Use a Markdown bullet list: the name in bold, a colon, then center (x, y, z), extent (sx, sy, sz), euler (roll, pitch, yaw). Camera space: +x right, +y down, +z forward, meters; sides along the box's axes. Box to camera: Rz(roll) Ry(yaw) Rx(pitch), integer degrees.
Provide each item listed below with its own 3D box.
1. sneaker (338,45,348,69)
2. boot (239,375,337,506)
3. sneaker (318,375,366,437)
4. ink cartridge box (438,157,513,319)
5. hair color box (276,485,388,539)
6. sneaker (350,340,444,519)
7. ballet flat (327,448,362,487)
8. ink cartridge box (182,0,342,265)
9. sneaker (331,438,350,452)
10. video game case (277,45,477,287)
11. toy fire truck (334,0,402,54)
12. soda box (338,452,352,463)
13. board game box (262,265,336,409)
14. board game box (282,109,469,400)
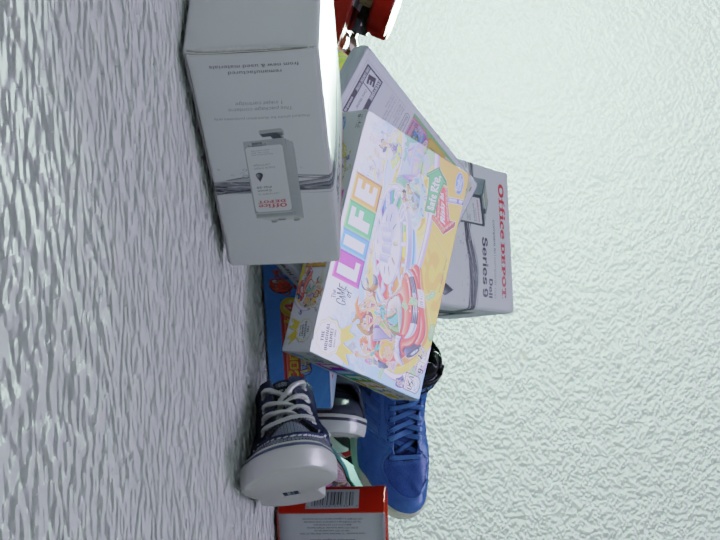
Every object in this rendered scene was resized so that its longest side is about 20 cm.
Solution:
- **sneaker**: center (-0.043, -0.194, 1.359), extent (0.090, 0.078, 0.200), euler (45, 2, -12)
- **boot**: center (-0.058, 0.120, 1.021), extent (0.200, 0.072, 0.092), euler (109, -26, -74)
- **sneaker**: center (-0.037, 0.120, 1.308), extent (0.200, 0.077, 0.081), euler (150, -56, -80)
- **ink cartridge box**: center (0.064, -0.034, 1.312), extent (0.199, 0.083, 0.149), euler (7, 79, -55)
- **hair color box**: center (-0.022, 0.302, 1.258), extent (0.061, 0.100, 0.203), euler (-82, 171, -75)
- **sneaker**: center (0.039, 0.135, 1.352), extent (0.111, 0.076, 0.203), euler (133, -46, -56)
- **ballet flat**: center (-0.035, 0.222, 1.398), extent (0.069, 0.071, 0.200), euler (48, -3, 19)
- **ink cartridge box**: center (-0.057, -0.121, 0.894), extent (0.201, 0.081, 0.148), euler (85, 4, -53)
- **sneaker**: center (-0.030, 0.096, 1.451), extent (0.074, 0.079, 0.204), euler (-63, 149, -80)
- **video game case**: center (0.009, -0.053, 1.156), extent (0.182, 0.022, 0.202), euler (46, 58, -34)
- **toy fire truck**: center (-0.028, -0.275, 1.627), extent (0.200, 0.111, 0.170), euler (-62, 174, -84)
- **soda box**: center (-0.025, 0.138, 1.698), extent (0.071, 0.062, 0.202), euler (86, 3, -49)
- **board game box**: center (-0.051, -0.004, 1.254), extent (0.196, 0.055, 0.203), euler (-83, 171, -72)
- **board game box**: center (0.016, -0.010, 1.122), extent (0.134, 0.034, 0.203), euler (26, 71, -41)
